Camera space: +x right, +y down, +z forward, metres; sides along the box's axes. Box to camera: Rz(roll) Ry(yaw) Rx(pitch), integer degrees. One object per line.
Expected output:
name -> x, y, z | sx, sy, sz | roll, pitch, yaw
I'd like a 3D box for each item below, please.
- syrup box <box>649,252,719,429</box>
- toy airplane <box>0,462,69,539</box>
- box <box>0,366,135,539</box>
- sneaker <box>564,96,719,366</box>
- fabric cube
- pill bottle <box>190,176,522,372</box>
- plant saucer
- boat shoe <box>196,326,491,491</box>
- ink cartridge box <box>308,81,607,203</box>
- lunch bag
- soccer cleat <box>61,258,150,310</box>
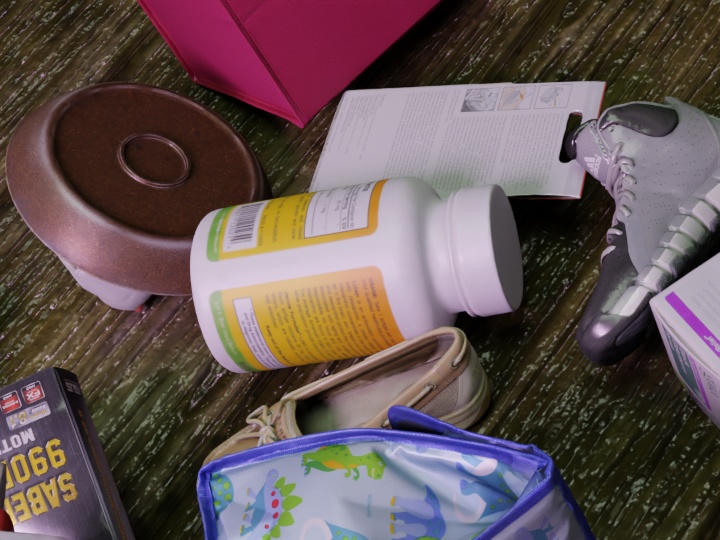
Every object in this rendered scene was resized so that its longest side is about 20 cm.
syrup box -> 0.276, 0.008, 0.989 | 0.199, 0.079, 0.082 | -33, 47, -3
toy airplane -> -0.213, 0.190, 0.965 | 0.199, 0.200, 0.141 | -34, 22, 16
box -> -0.249, 0.172, 1.071 | 0.199, 0.048, 0.159 | -23, 77, 6
sneaker -> 0.164, -0.035, 1.063 | 0.115, 0.075, 0.200 | 34, 60, 17
fabric cube -> -0.063, -0.257, 1.261 | 0.199, 0.200, 0.196 | -44, 34, -14
pill bottle -> 0.000, 0.000, 1.102 | 0.199, 0.111, 0.112 | -9, 50, 18
plant saucer -> -0.150, -0.068, 1.200 | 0.199, 0.035, 0.201 | 14, 45, -14
boat shoe -> -0.018, 0.094, 1.065 | 0.200, 0.063, 0.073 | -21, 47, 7
ink cartridge box -> 0.071, -0.074, 1.174 | 0.199, 0.050, 0.109 | 0, 52, 24
lunch bag -> 0.031, 0.163, 0.914 | 0.199, 0.170, 0.128 | -13, 52, 16
soccer cleat -> -0.202, -0.049, 1.244 | 0.069, 0.077, 0.200 | -46, 46, 12
